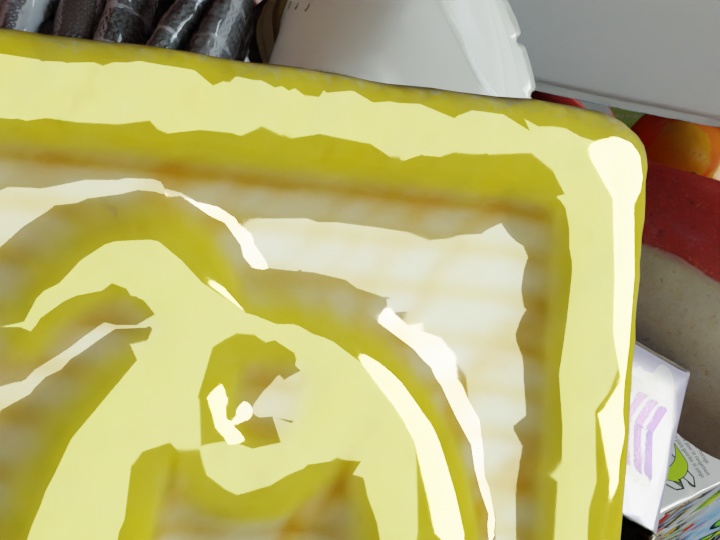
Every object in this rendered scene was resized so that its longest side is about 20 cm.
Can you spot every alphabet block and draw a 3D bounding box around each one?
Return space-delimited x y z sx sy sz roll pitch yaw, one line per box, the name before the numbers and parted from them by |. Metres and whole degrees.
alphabet block | -0.083 0.053 0.598 0.196 0.200 0.196 2 92 -42

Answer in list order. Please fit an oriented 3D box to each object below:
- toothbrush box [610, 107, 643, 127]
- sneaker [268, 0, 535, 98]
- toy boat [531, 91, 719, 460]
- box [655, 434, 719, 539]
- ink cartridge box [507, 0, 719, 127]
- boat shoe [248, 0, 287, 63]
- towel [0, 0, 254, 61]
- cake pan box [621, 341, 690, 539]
toothbrush box | 0.129 -0.064 1.220 0.146 0.086 0.201 -36 125 -62
sneaker | -0.006 -0.004 0.791 0.087 0.074 0.201 8 88 -63
toy boat | 0.105 -0.032 0.937 0.131 0.200 0.130 -48 129 5
box | 0.082 0.098 1.054 0.110 0.200 0.035 -22 72 -37
ink cartridge box | 0.087 -0.167 0.881 0.200 0.145 0.147 -89 -166 -45
boat shoe | 0.000 0.000 1.015 0.073 0.065 0.201 -46 116 -53
towel | -0.068 0.021 0.840 0.166 0.085 0.201 55 44 -56
cake pan box | 0.001 0.114 0.875 0.052 0.200 0.185 27 67 -33
